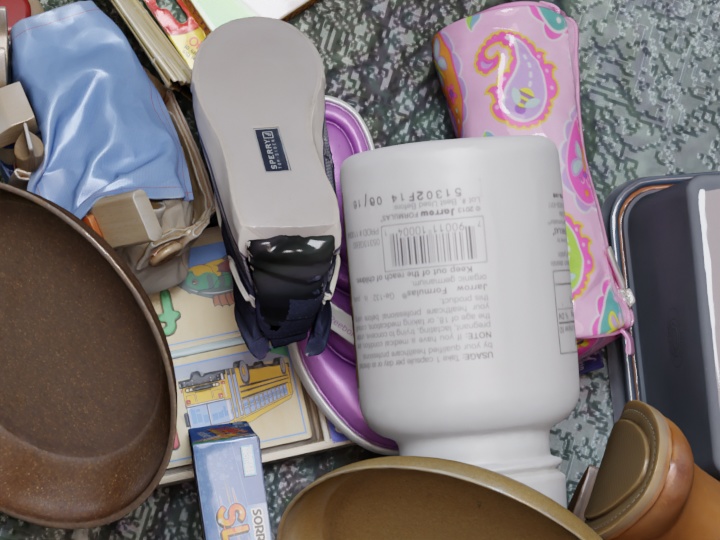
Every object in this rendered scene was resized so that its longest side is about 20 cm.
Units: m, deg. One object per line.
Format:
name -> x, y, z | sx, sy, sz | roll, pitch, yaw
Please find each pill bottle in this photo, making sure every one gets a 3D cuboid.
pill bottle -> 0.053, 0.036, 1.411 | 0.114, 0.114, 0.201 | -5, 88, -8

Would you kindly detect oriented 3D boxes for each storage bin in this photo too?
storage bin -> 0.216, 0.035, 1.483 | 0.145, 0.134, 0.201 | -4, 83, -7

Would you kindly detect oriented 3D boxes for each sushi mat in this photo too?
sushi mat -> -0.150, -0.176, 1.490 | 0.012, 0.096, 0.200 | -36, 87, 4

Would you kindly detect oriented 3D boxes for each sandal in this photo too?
sandal -> -0.007, 0.003, 1.476 | 0.082, 0.050, 0.203 | -18, 82, -9

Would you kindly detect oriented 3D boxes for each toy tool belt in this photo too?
toy tool belt -> -0.153, -0.083, 1.446 | 0.124, 0.123, 0.201 | -23, 74, -17

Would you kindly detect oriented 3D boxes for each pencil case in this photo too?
pencil case -> 0.094, -0.044, 1.503 | 0.087, 0.087, 0.201 | -10, 82, -8

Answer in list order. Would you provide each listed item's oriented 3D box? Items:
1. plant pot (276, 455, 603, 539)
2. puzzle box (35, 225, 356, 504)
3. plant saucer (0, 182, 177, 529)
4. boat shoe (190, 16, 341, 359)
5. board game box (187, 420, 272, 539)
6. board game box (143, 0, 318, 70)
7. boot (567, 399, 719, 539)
plant pot -> 0.055, 0.157, 1.362 | 0.200, 0.200, 0.028 | 30, 52, -2
puzzle box -> -0.084, 0.045, 1.500 | 0.199, 0.025, 0.134 | -12, 84, -9
plant saucer -> -0.170, 0.037, 1.418 | 0.200, 0.200, 0.037 | 47, 40, 2
boat shoe -> -0.050, -0.042, 1.442 | 0.074, 0.093, 0.200 | -1, 40, -6
board game box -> -0.057, 0.181, 1.413 | 0.034, 0.135, 0.201 | -8, 91, -4
board game box -> -0.035, -0.200, 1.544 | 0.200, 0.030, 0.096 | -35, 86, -8
boot -> 0.187, 0.130, 1.376 | 0.154, 0.200, 0.074 | 20, 77, 1
